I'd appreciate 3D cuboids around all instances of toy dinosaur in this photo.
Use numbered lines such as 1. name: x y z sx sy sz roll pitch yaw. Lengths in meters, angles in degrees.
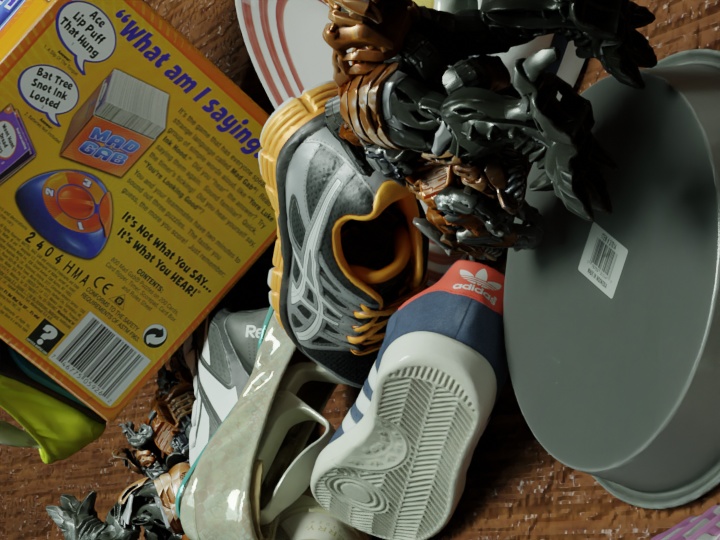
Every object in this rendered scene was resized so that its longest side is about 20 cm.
1. toy dinosaur: 0.037 -0.070 0.874 0.136 0.200 0.102 0 74 30
2. toy dinosaur: -0.116 0.143 1.329 0.136 0.102 0.200 -39 25 34

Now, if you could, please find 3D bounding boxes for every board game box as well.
1. board game box: -0.178 -0.072 1.297 0.200 0.200 0.200 -48 28 1

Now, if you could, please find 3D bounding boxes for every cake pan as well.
1. cake pan: 0.119 0.001 0.925 0.200 0.037 0.200 -30 56 59

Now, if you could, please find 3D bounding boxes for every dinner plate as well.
1. dinner plate: 0.002 -0.077 1.099 0.200 0.024 0.200 51 166 18

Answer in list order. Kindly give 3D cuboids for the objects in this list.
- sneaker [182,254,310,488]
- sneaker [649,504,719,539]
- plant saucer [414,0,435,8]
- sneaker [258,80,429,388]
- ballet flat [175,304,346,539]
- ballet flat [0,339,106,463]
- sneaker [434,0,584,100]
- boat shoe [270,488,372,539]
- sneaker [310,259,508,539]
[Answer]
1. sneaker: -0.061 0.069 1.252 0.200 0.066 0.091 -103 30 -41
2. sneaker: 0.110 0.161 0.863 0.200 0.080 0.089 -38 75 38
3. plant saucer: 0.023 -0.186 1.167 0.200 0.048 0.200 17 98 64
4. sneaker: 0.000 0.000 1.072 0.077 0.078 0.200 45 161 37
5. ballet flat: -0.030 0.067 1.169 0.062 0.067 0.200 13 68 33
6. ballet flat: -0.237 0.060 1.321 0.067 0.200 0.067 -41 39 9
7. sneaker: 0.079 -0.174 1.011 0.076 0.080 0.200 -147 68 -64
8. boat shoe: -0.059 0.205 1.187 0.200 0.072 0.065 -56 4 35
9. sneaker: 0.033 0.065 1.068 0.085 0.075 0.200 -66 3 -34
